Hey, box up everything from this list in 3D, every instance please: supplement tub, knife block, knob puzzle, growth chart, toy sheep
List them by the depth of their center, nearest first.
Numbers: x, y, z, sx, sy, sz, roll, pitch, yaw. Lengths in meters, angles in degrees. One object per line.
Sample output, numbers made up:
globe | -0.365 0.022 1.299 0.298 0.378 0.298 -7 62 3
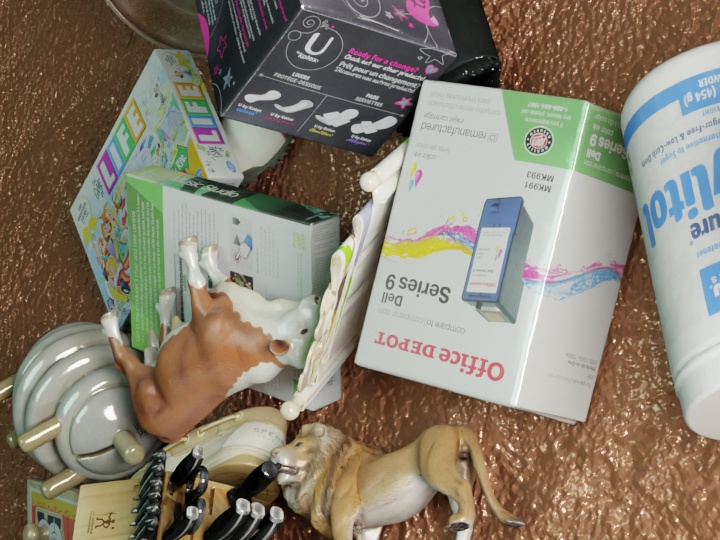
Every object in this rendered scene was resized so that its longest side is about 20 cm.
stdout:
supplement tub | 0.227 -0.018 1.115 0.132 0.132 0.201 -31 57 38
growth chart | 0.000 0.000 1.352 0.018 0.145 0.201 25 116 13
knife block | -0.111 0.194 1.424 0.175 0.200 0.064 -7 59 20
toy sheep | -0.216 0.109 1.566 0.200 0.137 0.138 42 110 51
knob puzzle | -0.237 0.275 1.576 0.219 0.030 0.221 7 98 58

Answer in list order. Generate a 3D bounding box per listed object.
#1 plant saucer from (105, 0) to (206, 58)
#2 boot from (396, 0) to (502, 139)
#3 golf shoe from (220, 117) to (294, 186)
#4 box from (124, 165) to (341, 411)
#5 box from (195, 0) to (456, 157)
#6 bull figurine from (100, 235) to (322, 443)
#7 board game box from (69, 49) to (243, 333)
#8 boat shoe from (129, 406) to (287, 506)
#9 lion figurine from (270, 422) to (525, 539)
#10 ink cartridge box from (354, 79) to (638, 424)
plant saucer | -0.124 -0.270 1.573 0.200 0.200 0.037 -47 8 28
boot | 0.069 -0.198 1.389 0.198 0.073 0.163 -40 49 42
golf shoe | -0.077 -0.163 1.530 0.077 0.088 0.201 41 111 44
box | -0.097 0.010 1.474 0.199 0.036 0.145 16 114 38
box | -0.032 -0.200 1.361 0.115 0.132 0.201 -48 42 39
bull figurine | -0.110 0.049 1.429 0.200 0.065 0.122 -38 70 37
board game box | -0.169 -0.061 1.594 0.200 0.034 0.135 -56 48 41
boat shoe | -0.117 0.153 1.498 0.200 0.074 0.069 -24 38 46
lion figurine | 0.027 0.146 1.344 0.199 0.072 0.123 -17 50 29
ink cartridge box | 0.094 -0.014 1.288 0.145 0.087 0.201 14 90 43
